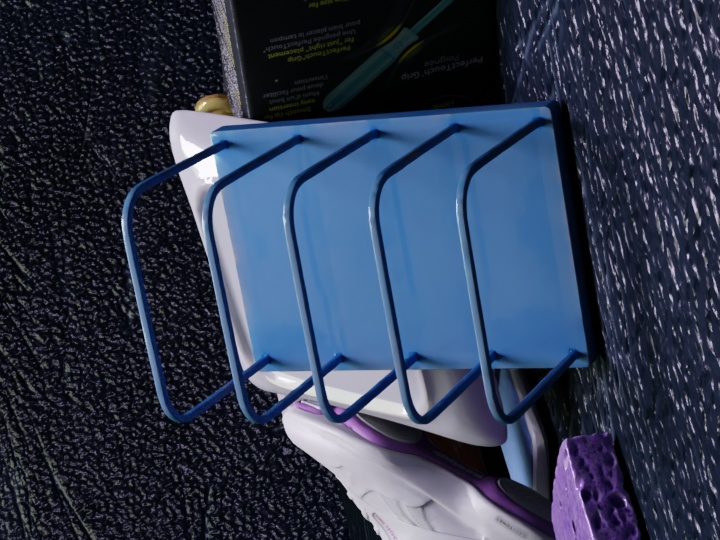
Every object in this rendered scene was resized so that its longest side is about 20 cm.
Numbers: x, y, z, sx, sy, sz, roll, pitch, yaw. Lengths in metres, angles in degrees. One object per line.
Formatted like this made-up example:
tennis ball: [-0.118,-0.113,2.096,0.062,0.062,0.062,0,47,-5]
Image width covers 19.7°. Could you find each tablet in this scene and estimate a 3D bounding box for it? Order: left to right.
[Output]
tablet: [0.093,0.069,1.359,0.130,0.014,0.200,85,172,-51]

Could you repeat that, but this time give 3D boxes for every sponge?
sponge: [0.140,0.194,1.074,0.112,0.030,0.200,88,170,-59]

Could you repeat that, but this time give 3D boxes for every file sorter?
file sorter: [-0.001,0.003,1.051,0.123,0.200,0.139,-37,-59,-58]

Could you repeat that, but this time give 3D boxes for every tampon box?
tampon box: [-0.010,-0.165,1.200,0.200,0.150,0.126,84,171,-45]

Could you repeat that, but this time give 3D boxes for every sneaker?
sneaker: [0.029,0.149,1.264,0.075,0.200,0.100,-13,-50,-64]

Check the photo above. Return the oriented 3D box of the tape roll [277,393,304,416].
tape roll: [0.000,0.000,1.377,0.203,0.139,0.203,169,90,-85]

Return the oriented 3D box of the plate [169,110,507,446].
plate: [-0.020,0.010,1.189,0.200,0.032,0.200,11,129,38]

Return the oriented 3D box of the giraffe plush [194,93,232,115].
giraffe plush: [-0.057,-0.107,1.734,0.200,0.162,0.173,-136,34,-81]

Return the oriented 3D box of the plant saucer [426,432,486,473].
plant saucer: [0.021,0.118,1.526,0.200,0.037,0.200,44,-155,-27]
